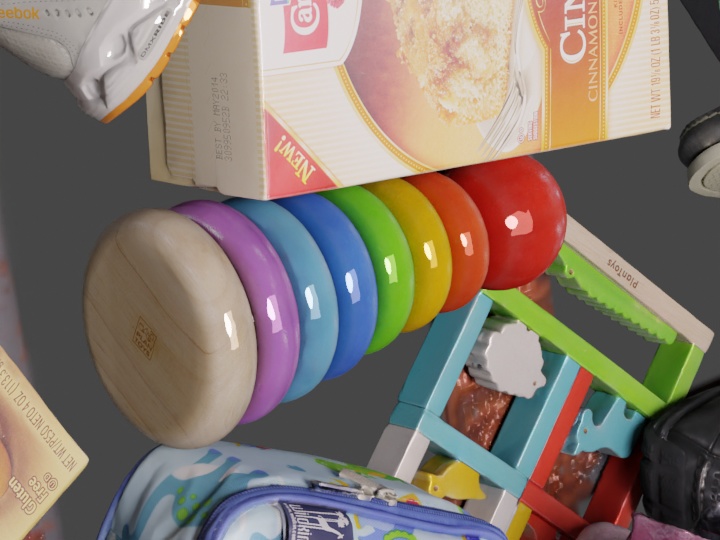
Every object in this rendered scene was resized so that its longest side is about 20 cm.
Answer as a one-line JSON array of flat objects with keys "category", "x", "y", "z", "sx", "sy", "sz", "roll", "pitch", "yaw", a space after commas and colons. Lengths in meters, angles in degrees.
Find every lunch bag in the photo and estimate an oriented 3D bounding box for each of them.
[{"category": "lunch bag", "x": -0.032, "y": 0.166, "z": 1.052, "sx": 0.160, "sy": 0.082, "sz": 0.201, "roll": 15, "pitch": 94, "yaw": -41}]

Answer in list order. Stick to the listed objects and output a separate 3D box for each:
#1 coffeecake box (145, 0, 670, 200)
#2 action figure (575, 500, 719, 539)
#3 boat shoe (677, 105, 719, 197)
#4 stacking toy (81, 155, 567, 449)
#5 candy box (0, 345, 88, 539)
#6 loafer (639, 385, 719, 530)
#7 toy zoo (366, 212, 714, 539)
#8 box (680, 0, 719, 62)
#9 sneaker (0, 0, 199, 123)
[{"category": "coffeecake box", "x": 0.018, "y": -0.117, "z": 1.066, "sx": 0.199, "sy": 0.073, "sz": 0.155, "roll": -12, "pitch": 104, "yaw": -38}, {"category": "action figure", "x": 0.080, "y": 0.179, "z": 1.106, "sx": 0.134, "sy": 0.149, "sz": 0.201, "roll": 42, "pitch": 75, "yaw": -28}, {"category": "boat shoe", "x": 0.208, "y": -0.085, "z": 1.251, "sx": 0.199, "sy": 0.072, "sz": 0.068, "roll": -24, "pitch": 75, "yaw": -28}, {"category": "stacking toy", "x": 0.000, "y": 0.000, "z": 1.062, "sx": 0.199, "sy": 0.085, "sz": 0.086, "roll": -17, "pitch": 108, "yaw": -38}, {"category": "candy box", "x": -0.191, "y": 0.090, "z": 0.932, "sx": 0.200, "sy": 0.055, "sz": 0.116, "roll": -50, "pitch": 125, "yaw": -23}, {"category": "loafer", "x": 0.195, "y": 0.060, "z": 1.234, "sx": 0.200, "sy": 0.070, "sz": 0.069, "roll": -30, "pitch": 124, "yaw": -45}, {"category": "toy zoo", "x": 0.060, "y": 0.083, "z": 1.167, "sx": 0.131, "sy": 0.020, "sz": 0.201, "roll": 35, "pitch": 75, "yaw": -38}, {"category": "box", "x": 0.215, "y": -0.112, "z": 1.159, "sx": 0.122, "sy": 0.106, "sz": 0.201, "roll": -27, "pitch": 82, "yaw": -33}, {"category": "sneaker", "x": -0.068, "y": -0.152, "z": 0.929, "sx": 0.092, "sy": 0.076, "sz": 0.201, "roll": 28, "pitch": 97, "yaw": -8}]
